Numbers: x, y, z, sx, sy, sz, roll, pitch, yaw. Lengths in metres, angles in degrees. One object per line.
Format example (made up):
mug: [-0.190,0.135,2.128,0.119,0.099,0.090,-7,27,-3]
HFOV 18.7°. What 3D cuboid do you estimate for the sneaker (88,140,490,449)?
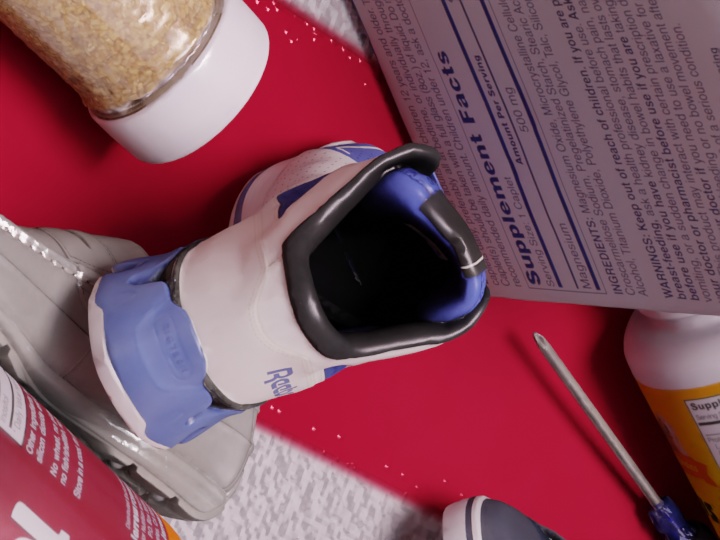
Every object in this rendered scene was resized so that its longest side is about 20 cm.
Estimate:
sneaker: [0.000,0.000,0.771,0.199,0.114,0.081,-37,108,-64]

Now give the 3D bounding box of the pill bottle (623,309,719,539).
pill bottle: [0.188,0.058,0.973,0.109,0.109,0.201,-40,111,-30]

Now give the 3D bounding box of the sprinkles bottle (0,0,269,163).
sprinkles bottle: [-0.117,-0.122,0.743,0.200,0.068,0.069,44,67,-32]

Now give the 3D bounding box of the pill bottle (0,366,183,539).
pill bottle: [-0.150,0.075,0.701,0.200,0.112,0.113,47,65,-31]

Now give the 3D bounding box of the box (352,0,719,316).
box: [0.109,-0.086,0.844,0.105,0.199,0.185,-38,116,-32]

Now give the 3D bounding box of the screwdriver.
screwdriver: [0.127,0.092,0.986,0.201,0.028,0.029,55,31,-27]

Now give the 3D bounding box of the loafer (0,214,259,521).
loafer: [-0.106,0.014,0.766,0.200,0.070,0.070,47,60,-40]

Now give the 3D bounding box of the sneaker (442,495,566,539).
sneaker: [0.107,0.158,0.928,0.200,0.079,0.079,54,24,-34]
